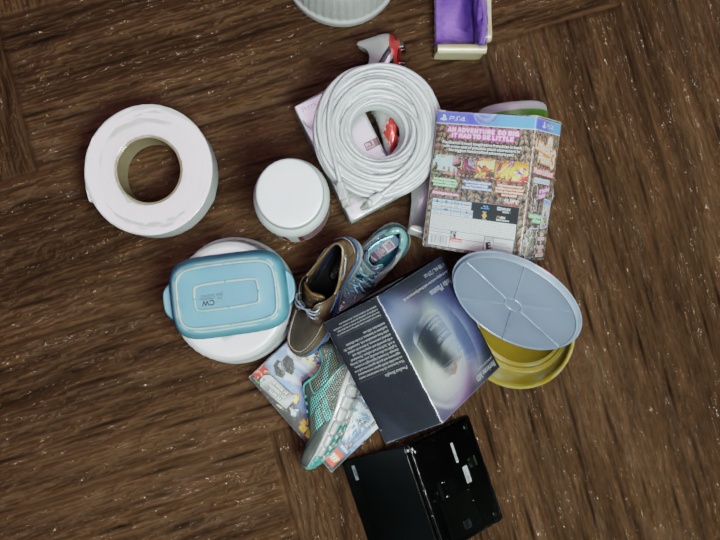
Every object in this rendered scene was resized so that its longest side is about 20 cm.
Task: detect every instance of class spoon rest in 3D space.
[{"bbox_3d":[0.111,-0.137,1.299,0.098,0.061,0.202,21,67,-8],"label":"spoon rest"}]

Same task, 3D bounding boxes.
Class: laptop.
[{"bbox_3d":[0.101,0.354,1.321,0.198,0.103,0.180,-20,91,-28],"label":"laptop"}]

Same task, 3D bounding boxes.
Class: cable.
[{"bbox_3d":[0.026,-0.206,1.229,0.198,0.069,0.202,-24,89,-5],"label":"cable"}]

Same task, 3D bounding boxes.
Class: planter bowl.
[{"bbox_3d":[0.248,0.074,1.276,0.198,0.083,0.203,9,108,29],"label":"planter bowl"}]

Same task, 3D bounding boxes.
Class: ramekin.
[{"bbox_3d":[-0.029,-0.497,1.283,0.197,0.105,0.203,0,90,-2],"label":"ramekin"},{"bbox_3d":[-0.198,0.047,1.271,0.197,0.098,0.204,0,89,-2],"label":"ramekin"}]

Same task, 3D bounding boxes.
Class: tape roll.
[{"bbox_3d":[-0.326,-0.153,1.284,0.199,0.071,0.206,0,89,-2],"label":"tape roll"}]

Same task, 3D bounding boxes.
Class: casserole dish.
[{"bbox_3d":[-0.195,0.035,1.205,0.197,0.039,0.123,-7,89,-1],"label":"casserole dish"}]

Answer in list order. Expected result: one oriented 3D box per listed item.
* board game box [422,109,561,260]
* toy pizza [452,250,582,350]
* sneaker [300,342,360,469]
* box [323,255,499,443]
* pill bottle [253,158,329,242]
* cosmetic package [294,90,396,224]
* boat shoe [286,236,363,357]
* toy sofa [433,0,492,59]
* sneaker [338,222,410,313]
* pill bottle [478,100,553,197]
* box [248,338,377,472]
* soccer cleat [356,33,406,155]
[{"bbox_3d":[0.191,-0.124,1.195,0.158,0.096,0.203,11,99,33],"label":"board game box"},{"bbox_3d":[0.223,0.039,1.170,0.199,0.200,0.032,36,60,-1],"label":"toy pizza"},{"bbox_3d":[-0.055,0.203,1.256,0.090,0.078,0.202,23,87,17],"label":"sneaker"},{"bbox_3d":[0.082,0.113,1.219,0.123,0.199,0.200,-27,92,38],"label":"box"},{"bbox_3d":[-0.101,-0.105,1.226,0.112,0.200,0.116,0,89,-2],"label":"pill bottle"},{"bbox_3d":[-0.019,-0.186,1.295,0.101,0.074,0.202,-28,91,-3],"label":"cosmetic package"},{"bbox_3d":[-0.067,0.038,1.237,0.072,0.072,0.202,26,98,20],"label":"boat shoe"},{"bbox_3d":[0.158,-0.441,1.293,0.081,0.098,0.203,0,90,-2],"label":"toy sofa"},{"bbox_3d":[0.000,0.000,1.285,0.077,0.086,0.200,41,88,0],"label":"sneaker"},{"bbox_3d":[0.244,-0.155,1.284,0.109,0.111,0.203,-4,89,-2],"label":"pill bottle"},{"bbox_3d":[-0.062,0.197,1.302,0.137,0.040,0.200,-41,91,-3],"label":"box"},{"bbox_3d":[0.032,-0.275,1.305,0.084,0.069,0.203,-1,88,10],"label":"soccer cleat"}]
